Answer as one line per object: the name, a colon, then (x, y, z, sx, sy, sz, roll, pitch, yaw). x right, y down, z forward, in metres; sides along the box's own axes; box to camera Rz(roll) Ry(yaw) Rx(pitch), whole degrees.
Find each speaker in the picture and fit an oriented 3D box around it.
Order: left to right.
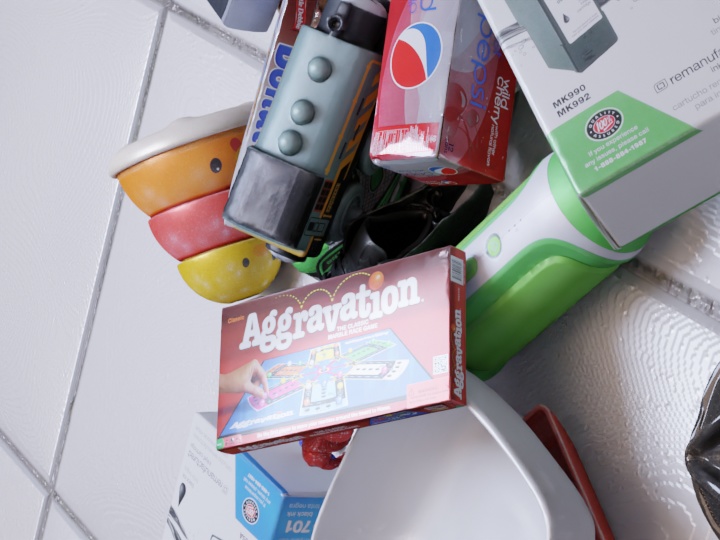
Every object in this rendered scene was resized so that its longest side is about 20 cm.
speaker: (0.104, 0.000, 1.161, 0.200, 0.088, 0.088, -45, 53, 42)

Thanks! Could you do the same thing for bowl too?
bowl: (0.066, 0.174, 1.147, 0.200, 0.075, 0.200, 51, 127, 44)

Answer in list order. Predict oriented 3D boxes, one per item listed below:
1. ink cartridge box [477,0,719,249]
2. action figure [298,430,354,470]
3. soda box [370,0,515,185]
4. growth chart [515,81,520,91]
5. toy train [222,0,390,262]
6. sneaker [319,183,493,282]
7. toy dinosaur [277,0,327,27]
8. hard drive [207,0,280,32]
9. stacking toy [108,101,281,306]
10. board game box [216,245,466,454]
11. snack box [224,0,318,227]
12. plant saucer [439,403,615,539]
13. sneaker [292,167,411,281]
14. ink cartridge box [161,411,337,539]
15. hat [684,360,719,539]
ink cartridge box: (0.161, -0.137, 1.050, 0.146, 0.084, 0.200, -31, 57, 12)
action figure: (-0.021, 0.108, 1.283, 0.200, 0.052, 0.065, 120, 158, -88)
soda box: (0.062, -0.160, 1.177, 0.063, 0.070, 0.200, 0, 78, 44)
growth chart: (0.101, -0.193, 1.225, 0.200, 0.018, 0.145, -56, 47, 22)
toy train: (-0.024, -0.099, 1.226, 0.085, 0.114, 0.200, 25, 97, 15)
sneaker: (0.001, 0.002, 1.235, 0.060, 0.200, 0.104, 54, 165, 33)
toy dinosaur: (-0.044, -0.257, 1.369, 0.136, 0.086, 0.200, 10, 108, 53)
hard drive: (-0.093, -0.276, 1.291, 0.135, 0.042, 0.200, 55, 149, 23)
stacking toy: (-0.107, -0.025, 1.450, 0.146, 0.146, 0.200, -20, 90, 51)
board game box: (-0.016, 0.054, 1.169, 0.200, 0.019, 0.103, -16, 63, 37)
snack box: (-0.062, -0.132, 1.302, 0.072, 0.024, 0.200, -86, 13, -64)
plant saucer: (0.111, 0.221, 1.172, 0.200, 0.037, 0.200, -50, 49, 40)
sneaker: (-0.001, -0.084, 1.312, 0.078, 0.085, 0.200, 15, 97, 53)
ink cartridge box: (-0.087, 0.230, 1.402, 0.146, 0.086, 0.200, 35, 113, 50)
hat: (0.234, 0.105, 0.977, 0.201, 0.081, 0.201, -5, 84, 54)
